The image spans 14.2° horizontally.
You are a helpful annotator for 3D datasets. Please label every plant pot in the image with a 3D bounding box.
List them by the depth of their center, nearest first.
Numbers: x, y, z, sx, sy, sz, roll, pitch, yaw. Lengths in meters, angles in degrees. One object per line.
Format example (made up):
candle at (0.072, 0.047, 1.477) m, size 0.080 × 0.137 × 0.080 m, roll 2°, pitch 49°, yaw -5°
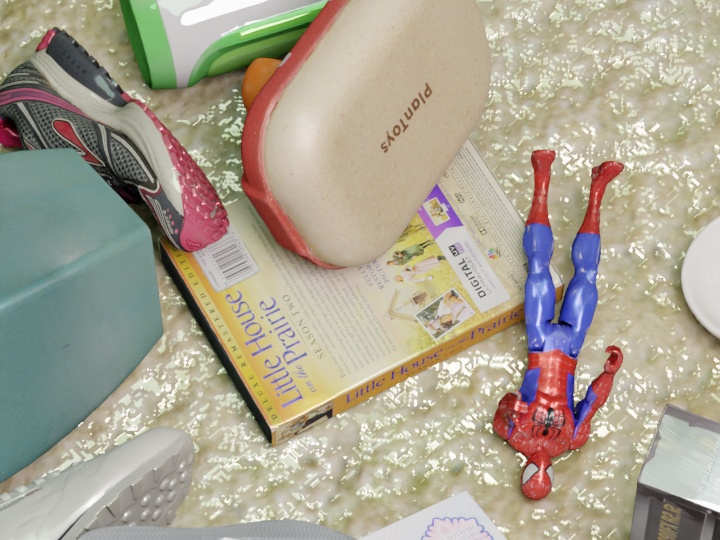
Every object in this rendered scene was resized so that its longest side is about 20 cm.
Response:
plant pot at (-0.220, 0.025, 1.628) m, size 0.199 × 0.142 × 0.141 m, roll -28°, pitch 50°, yaw -23°

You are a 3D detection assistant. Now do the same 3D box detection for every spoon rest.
spoon rest at (0.277, 0.033, 1.673) m, size 0.200 × 0.061 × 0.099 m, roll 36°, pitch 68°, yaw 17°

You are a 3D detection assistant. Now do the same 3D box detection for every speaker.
speaker at (-0.045, -0.175, 1.771) m, size 0.199 × 0.089 × 0.089 m, roll -18°, pitch 63°, yaw -9°

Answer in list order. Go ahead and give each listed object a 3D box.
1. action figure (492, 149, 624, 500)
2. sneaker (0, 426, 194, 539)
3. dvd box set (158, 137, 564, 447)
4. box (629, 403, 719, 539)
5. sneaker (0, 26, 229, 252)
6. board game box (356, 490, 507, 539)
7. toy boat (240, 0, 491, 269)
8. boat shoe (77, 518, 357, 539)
action figure at (0.116, 0.029, 1.639) m, size 0.065 × 0.099 × 0.201 m, roll 9°, pitch 82°, yaw -7°
sneaker at (-0.178, 0.147, 1.613) m, size 0.200 × 0.077 × 0.080 m, roll -40°, pitch 57°, yaw -21°
dvd box set at (0.000, 0.000, 1.708) m, size 0.199 × 0.029 × 0.147 m, roll -27°, pitch 65°, yaw -14°
box at (0.222, 0.153, 1.531) m, size 0.158 × 0.200 × 0.049 m, roll 20°, pitch 67°, yaw 12°
sneaker at (-0.149, -0.064, 1.712) m, size 0.075 × 0.081 × 0.200 m, roll -44°, pitch 48°, yaw -6°
board game box at (0.029, 0.229, 1.503) m, size 0.199 × 0.041 × 0.200 m, roll -22°, pitch 53°, yaw -27°
toy boat at (-0.016, -0.103, 1.695) m, size 0.130 × 0.131 × 0.200 m, roll 12°, pitch 56°, yaw 41°
boat shoe at (-0.072, 0.179, 1.595) m, size 0.199 × 0.062 × 0.072 m, roll 8°, pitch 53°, yaw -15°
